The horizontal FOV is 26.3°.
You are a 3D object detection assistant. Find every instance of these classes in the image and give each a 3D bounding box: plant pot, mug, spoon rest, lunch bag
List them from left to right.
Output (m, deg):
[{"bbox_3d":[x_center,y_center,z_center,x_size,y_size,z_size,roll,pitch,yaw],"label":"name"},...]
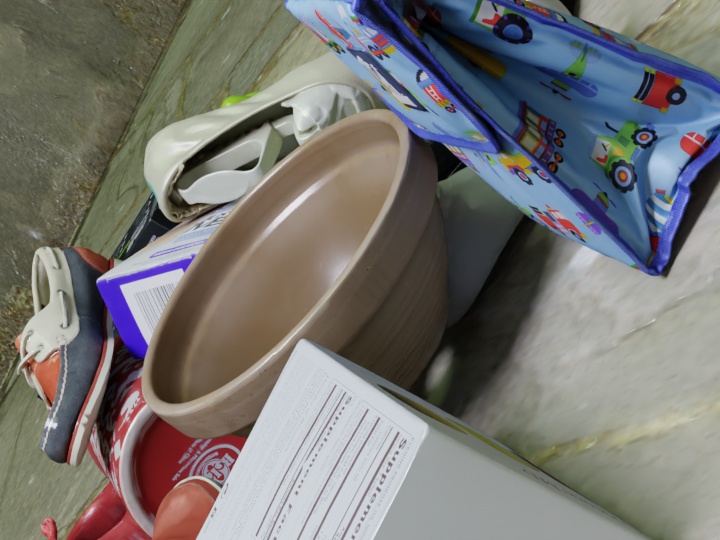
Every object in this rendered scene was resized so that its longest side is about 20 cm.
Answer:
[{"bbox_3d":[-0.116,0.129,1.009,0.200,0.132,0.180,-163,83,-75],"label":"mug"},{"bbox_3d":[-0.017,0.019,0.821,0.200,0.093,0.202,-40,24,22],"label":"plant pot"},{"bbox_3d":[0.054,-0.095,0.708,0.095,0.199,0.151,-59,15,3],"label":"lunch bag"},{"bbox_3d":[0.079,-0.057,0.861,0.100,0.060,0.202,-93,21,-64],"label":"spoon rest"}]

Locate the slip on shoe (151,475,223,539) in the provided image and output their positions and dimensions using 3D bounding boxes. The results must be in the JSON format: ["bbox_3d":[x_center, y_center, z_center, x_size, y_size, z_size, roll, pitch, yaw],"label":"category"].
[{"bbox_3d":[-0.096,0.174,0.797,0.074,0.061,0.201,-45,24,24],"label":"slip on shoe"}]

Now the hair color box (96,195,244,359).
[{"bbox_3d":[-0.066,-0.021,1.017,0.109,0.065,0.200,-13,16,41],"label":"hair color box"}]

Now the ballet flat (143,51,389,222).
[{"bbox_3d":[-0.049,-0.085,0.989,0.198,0.070,0.070,-23,28,14],"label":"ballet flat"}]

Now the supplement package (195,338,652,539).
[{"bbox_3d":[0.019,0.114,0.626,0.110,0.113,0.200,-62,17,-1],"label":"supplement package"}]

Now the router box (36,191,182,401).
[{"bbox_3d":[-0.132,0.049,1.153,0.200,0.149,0.062,-53,18,31],"label":"router box"}]

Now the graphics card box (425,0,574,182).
[{"bbox_3d":[0.083,-0.142,0.980,0.126,0.051,0.201,-48,19,38],"label":"graphics card box"}]

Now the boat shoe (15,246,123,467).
[{"bbox_3d":[-0.193,0.050,1.000,0.201,0.062,0.072,-95,26,-55],"label":"boat shoe"}]

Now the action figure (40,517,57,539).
[{"bbox_3d":[-0.227,0.216,1.068,0.065,0.201,0.099,-25,53,-2],"label":"action figure"}]

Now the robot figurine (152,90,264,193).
[{"bbox_3d":[-0.089,-0.068,1.222,0.200,0.115,0.177,-47,-21,-49],"label":"robot figurine"}]
